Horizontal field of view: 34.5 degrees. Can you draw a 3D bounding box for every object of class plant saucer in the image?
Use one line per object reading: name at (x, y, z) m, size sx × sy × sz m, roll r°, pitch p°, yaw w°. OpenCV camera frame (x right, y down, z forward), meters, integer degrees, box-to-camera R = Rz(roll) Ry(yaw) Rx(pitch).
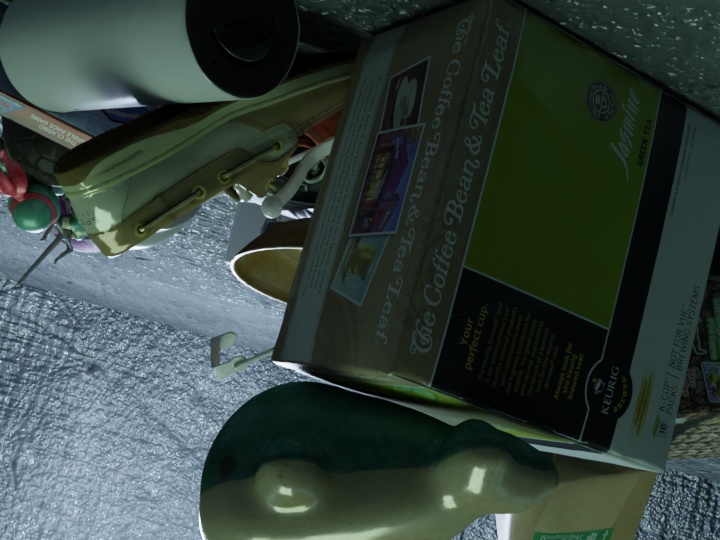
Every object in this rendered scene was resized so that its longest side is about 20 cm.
plant saucer at (0.000, 0.000, 0.889) m, size 0.197 × 0.036 × 0.200 m, roll 10°, pitch 164°, yaw 3°

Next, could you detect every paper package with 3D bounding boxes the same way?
paper package at (0.146, 0.100, 0.851) m, size 0.102 × 0.193 × 0.201 m, roll -3°, pitch 149°, yaw 3°

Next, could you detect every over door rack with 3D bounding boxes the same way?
over door rack at (-0.048, 0.001, 0.760) m, size 0.197 × 0.067 × 0.149 m, roll -16°, pitch 126°, yaw 19°

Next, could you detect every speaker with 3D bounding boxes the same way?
speaker at (-0.126, -0.135, 0.669) m, size 0.198 × 0.082 × 0.081 m, roll 6°, pitch 166°, yaw 45°

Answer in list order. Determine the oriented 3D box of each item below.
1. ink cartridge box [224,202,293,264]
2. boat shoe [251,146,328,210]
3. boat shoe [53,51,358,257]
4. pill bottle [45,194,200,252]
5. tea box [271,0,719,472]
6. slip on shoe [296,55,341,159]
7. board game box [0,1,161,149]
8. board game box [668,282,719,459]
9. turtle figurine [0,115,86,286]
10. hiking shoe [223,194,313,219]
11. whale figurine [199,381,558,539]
ink cartridge box at (-0.009, -0.020, 1.086) m, size 0.198 × 0.085 × 0.143 m, roll 6°, pitch 167°, yaw 46°
boat shoe at (-0.011, -0.074, 0.835) m, size 0.197 × 0.075 × 0.068 m, roll 19°, pitch 162°, yaw 2°
boat shoe at (-0.080, -0.072, 0.682) m, size 0.198 × 0.067 × 0.074 m, roll -26°, pitch -157°, yaw -20°
pill bottle at (-0.214, -0.074, 1.031) m, size 0.111 × 0.114 × 0.199 m, roll 21°, pitch 168°, yaw -30°
tea box at (0.083, -0.013, 0.652) m, size 0.195 × 0.203 × 0.133 m, roll 23°, pitch 167°, yaw -29°
slip on shoe at (-0.089, -0.115, 0.771) m, size 0.197 × 0.062 × 0.074 m, roll 15°, pitch 172°, yaw 14°
board game box at (-0.201, -0.123, 0.783) m, size 0.198 × 0.104 × 0.019 m, roll 27°, pitch 124°, yaw -26°
board game box at (0.296, 0.079, 0.892) m, size 0.196 × 0.098 × 0.160 m, roll -4°, pitch 159°, yaw 3°
turtle figurine at (-0.230, -0.079, 0.811) m, size 0.100 × 0.202 × 0.149 m, roll -28°, pitch 134°, yaw 28°
hiking shoe at (-0.022, -0.070, 0.930) m, size 0.197 × 0.077 × 0.101 m, roll 19°, pitch -174°, yaw -6°
whale figurine at (0.004, 0.104, 0.624) m, size 0.198 × 0.105 × 0.158 m, roll -21°, pitch 148°, yaw 33°
